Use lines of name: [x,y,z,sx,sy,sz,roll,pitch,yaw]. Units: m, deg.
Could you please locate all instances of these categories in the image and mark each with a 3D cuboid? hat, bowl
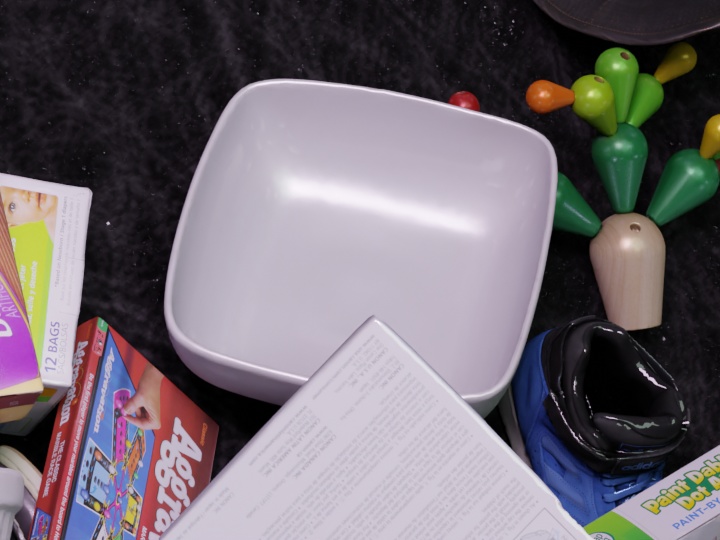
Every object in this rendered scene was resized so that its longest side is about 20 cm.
hat: [0.196,-0.188,1.466,0.199,0.081,0.202,-10,50,13]
bowl: [0.000,0.000,1.310,0.198,0.075,0.201,12,54,5]

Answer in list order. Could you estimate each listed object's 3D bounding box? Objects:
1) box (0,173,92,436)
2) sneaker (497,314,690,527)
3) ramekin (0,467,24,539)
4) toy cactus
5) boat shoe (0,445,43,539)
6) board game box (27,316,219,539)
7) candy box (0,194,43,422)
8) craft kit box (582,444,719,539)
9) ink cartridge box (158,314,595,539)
box: [-0.250,0.007,1.223,0.198,0.101,0.113,11,68,-18]
sneaker: [0.145,0.123,1.339,0.076,0.111,0.202,-12,78,-25]
ramekin: [-0.260,0.139,1.128,0.201,0.202,0.095,5,82,-20]
toy cactus: [0.148,-0.048,1.424,0.198,0.102,0.167,-8,94,-27]
boat shoe: [-0.164,0.189,1.215,0.064,0.072,0.201,-20,86,-31]
board game box: [-0.122,0.128,1.217,0.103,0.019,0.201,46,33,-33]
candy box: [-0.232,-0.021,1.151,0.116,0.056,0.202,-7,73,-24]
craft kit box: [0.188,0.188,1.298,0.197,0.201,0.048,-28,44,-30]
ink cartridge box: [0.022,0.149,1.194,0.200,0.057,0.163,45,91,2]
